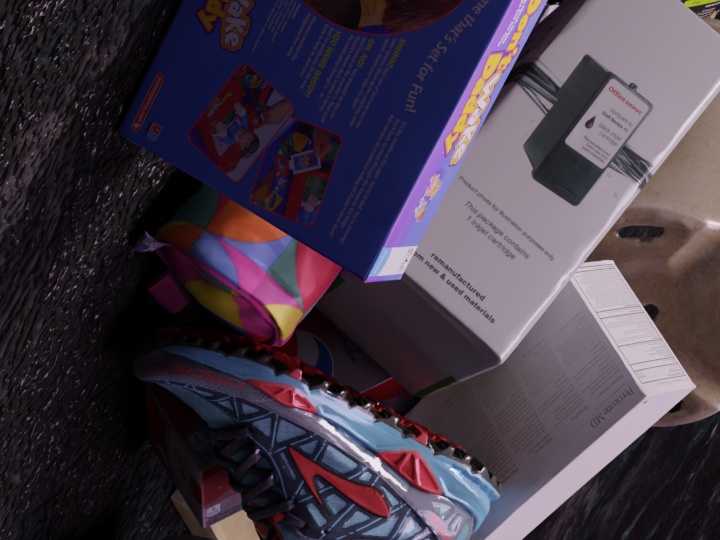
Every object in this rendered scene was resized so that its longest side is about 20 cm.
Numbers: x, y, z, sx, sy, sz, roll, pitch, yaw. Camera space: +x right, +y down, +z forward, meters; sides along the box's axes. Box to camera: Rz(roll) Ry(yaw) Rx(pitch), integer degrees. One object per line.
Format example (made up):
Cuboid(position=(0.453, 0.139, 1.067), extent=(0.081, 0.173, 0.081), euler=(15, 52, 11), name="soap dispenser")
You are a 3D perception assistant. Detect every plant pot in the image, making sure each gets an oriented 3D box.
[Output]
Cuboid(position=(0.169, -0.015, 1.473), extent=(0.183, 0.200, 0.200), euler=(-65, 177, -61), name="plant pot")

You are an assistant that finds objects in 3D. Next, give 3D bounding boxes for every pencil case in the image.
Cuboid(position=(-0.020, -0.058, 1.280), extent=(0.200, 0.088, 0.088), euler=(-52, 162, -14), name="pencil case")

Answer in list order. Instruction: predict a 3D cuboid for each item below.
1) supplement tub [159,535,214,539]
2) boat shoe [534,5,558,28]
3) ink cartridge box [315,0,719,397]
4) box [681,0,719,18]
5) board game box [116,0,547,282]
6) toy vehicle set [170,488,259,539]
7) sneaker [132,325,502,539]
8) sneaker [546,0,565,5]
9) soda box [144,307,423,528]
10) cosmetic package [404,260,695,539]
Cuboid(position=(-0.127, 0.235, 1.365), extent=(0.200, 0.145, 0.145), euler=(-38, 154, -50), name="supplement tub")
Cuboid(position=(0.098, -0.136, 1.501), extent=(0.200, 0.069, 0.072), euler=(-54, 163, -15), name="boat shoe")
Cuboid(position=(0.079, -0.044, 1.309), extent=(0.200, 0.083, 0.147), euler=(-50, -176, -17), name="ink cartridge box")
Cuboid(position=(0.171, -0.151, 1.686), extent=(0.193, 0.048, 0.200), euler=(-58, 165, 22), name="box")
Cuboid(position=(0.000, -0.114, 1.143), extent=(0.200, 0.134, 0.045), euler=(-62, 163, 12), name="board game box")
Cuboid(position=(-0.033, 0.077, 1.566), extent=(0.200, 0.027, 0.124), euler=(-54, 163, -15), name="toy vehicle set")
Cuboid(position=(-0.030, 0.097, 1.304), extent=(0.096, 0.200, 0.079), euler=(-62, -165, -3), name="sneaker")
Cuboid(position=(0.105, -0.174, 1.398), extent=(0.200, 0.100, 0.070), euler=(-50, 159, -30), name="sneaker")
Cuboid(position=(-0.011, 0.054, 1.397), extent=(0.200, 0.063, 0.070), euler=(-26, 152, -18), name="soda box")
Cuboid(position=(0.075, 0.087, 1.376), extent=(0.051, 0.083, 0.200), euler=(-4, 146, -49), name="cosmetic package")
